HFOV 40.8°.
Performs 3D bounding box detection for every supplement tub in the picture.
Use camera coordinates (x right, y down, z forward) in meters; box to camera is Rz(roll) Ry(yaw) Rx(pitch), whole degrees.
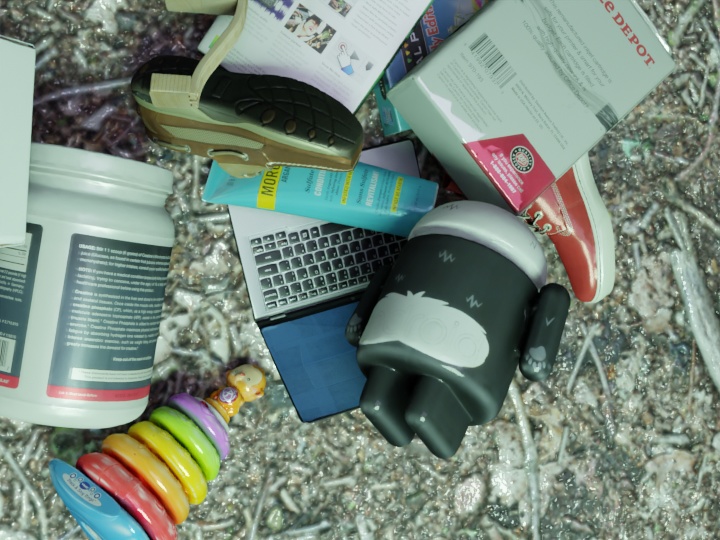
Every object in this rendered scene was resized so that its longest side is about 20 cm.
[{"bbox_3d":[-0.222,0.011,0.757,0.138,0.140,0.203,10,91,-18],"label":"supplement tub"}]

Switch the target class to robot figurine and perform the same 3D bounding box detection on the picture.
[{"bbox_3d":[0.072,0.042,0.762,0.149,0.125,0.202,26,65,-1],"label":"robot figurine"}]

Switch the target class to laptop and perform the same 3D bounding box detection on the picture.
[{"bbox_3d":[0.000,0.000,0.841,0.185,0.116,0.203,-15,98,-17],"label":"laptop"}]

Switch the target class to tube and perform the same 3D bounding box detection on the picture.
[{"bbox_3d":[-0.033,-0.074,0.841,0.197,0.051,0.078,13,66,1],"label":"tube"}]

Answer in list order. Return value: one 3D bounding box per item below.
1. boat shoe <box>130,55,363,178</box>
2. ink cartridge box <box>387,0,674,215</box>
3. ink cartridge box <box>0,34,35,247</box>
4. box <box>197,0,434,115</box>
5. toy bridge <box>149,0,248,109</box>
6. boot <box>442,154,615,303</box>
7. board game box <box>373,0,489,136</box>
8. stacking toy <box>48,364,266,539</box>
[{"bbox_3d":[-0.094,-0.118,0.804,0.198,0.074,0.076,18,45,11],"label":"boat shoe"},{"bbox_3d":[0.147,-0.165,0.833,0.200,0.083,0.146,-42,99,-12],"label":"ink cartridge box"},{"bbox_3d":[-0.334,-0.094,0.690,0.197,0.083,0.147,5,92,24],"label":"ink cartridge box"},{"bbox_3d":[-0.025,-0.228,0.826,0.144,0.036,0.201,36,97,-5],"label":"box"},{"bbox_3d":[-0.125,-0.223,0.785,0.066,0.027,0.203,4,66,-1],"label":"toy bridge"},{"bbox_3d":[0.154,-0.054,0.913,0.143,0.072,0.203,-16,90,-16],"label":"boot"},{"bbox_3d":[0.101,-0.224,0.895,0.198,0.047,0.153,-17,98,-16],"label":"board game box"},{"bbox_3d":[-0.150,0.149,0.816,0.200,0.115,0.111,-44,143,-28],"label":"stacking toy"}]
